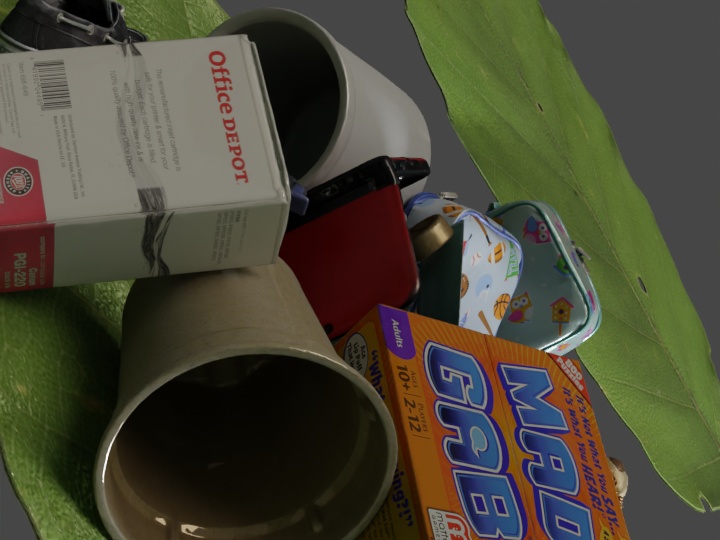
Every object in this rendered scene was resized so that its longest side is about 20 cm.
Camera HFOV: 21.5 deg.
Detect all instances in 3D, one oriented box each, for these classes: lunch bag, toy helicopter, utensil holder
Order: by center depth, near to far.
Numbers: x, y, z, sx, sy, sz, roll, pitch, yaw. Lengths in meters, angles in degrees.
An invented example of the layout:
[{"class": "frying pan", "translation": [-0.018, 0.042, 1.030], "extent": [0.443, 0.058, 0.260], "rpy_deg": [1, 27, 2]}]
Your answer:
[{"class": "toy helicopter", "translation": [0.000, 0.000, 1.569], "extent": [0.079, 0.199, 0.132], "rpy_deg": [57, 36, -10]}, {"class": "utensil holder", "translation": [-0.047, -0.119, 1.660], "extent": [0.200, 0.169, 0.171], "rpy_deg": [23, 43, -65]}, {"class": "lunch bag", "translation": [0.063, 0.029, 1.725], "extent": [0.075, 0.201, 0.160], "rpy_deg": [22, -3, 35]}, {"class": "lunch bag", "translation": [0.132, 0.024, 1.869], "extent": [0.161, 0.199, 0.077], "rpy_deg": [65, 18, 12]}]

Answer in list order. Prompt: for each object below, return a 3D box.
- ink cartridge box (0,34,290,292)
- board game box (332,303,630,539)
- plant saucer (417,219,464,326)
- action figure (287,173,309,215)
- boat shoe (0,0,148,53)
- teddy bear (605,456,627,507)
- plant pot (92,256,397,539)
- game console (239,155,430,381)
[{"class": "ink cartridge box", "translation": [-0.158, -0.073, 1.267], "extent": [0.085, 0.198, 0.146], "rpy_deg": [101, -22, -56]}, {"class": "board game box", "translation": [0.050, 0.180, 1.385], "extent": [0.199, 0.200, 0.201], "rpy_deg": [16, 46, -34]}, {"class": "plant saucer", "translation": [0.063, 0.057, 1.577], "extent": [0.200, 0.036, 0.202], "rpy_deg": [4, 90, -88]}, {"class": "action figure", "translation": [-0.131, -0.069, 1.459], "extent": [0.199, 0.105, 0.193], "rpy_deg": [27, 26, 9]}, {"class": "boat shoe", "translation": [-0.208, -0.185, 1.450], "extent": [0.071, 0.068, 0.200], "rpy_deg": [32, 15, 20]}, {"class": "teddy bear", "translation": [0.182, 0.219, 1.504], "extent": [0.145, 0.066, 0.202], "rpy_deg": [-87, 171, -79]}, {"class": "plant pot", "translation": [-0.090, 0.081, 1.299], "extent": [0.201, 0.200, 0.184], "rpy_deg": [49, 12, -33]}, {"class": "game console", "translation": [-0.034, 0.002, 1.482], "extent": [0.119, 0.199, 0.172], "rpy_deg": [67, 19, 5]}]
